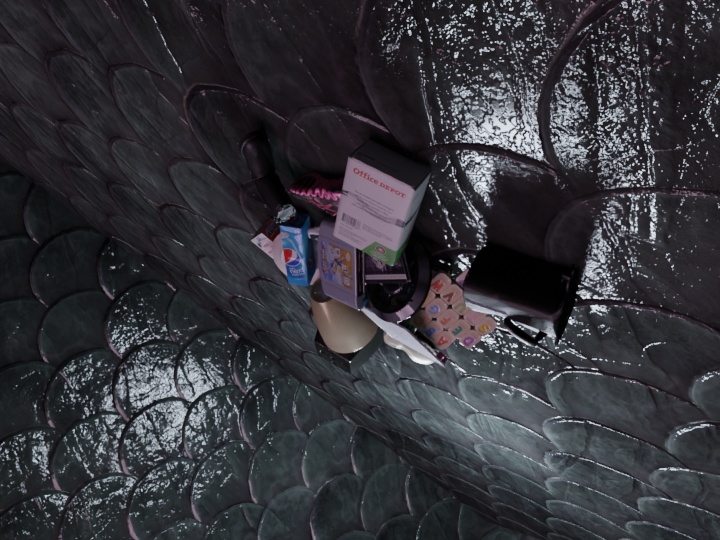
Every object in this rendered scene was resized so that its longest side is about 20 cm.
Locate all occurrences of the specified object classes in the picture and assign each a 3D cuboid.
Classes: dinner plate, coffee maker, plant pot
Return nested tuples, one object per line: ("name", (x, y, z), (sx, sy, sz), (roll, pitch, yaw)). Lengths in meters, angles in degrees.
("dinner plate", (-0.162, -0.030, 1.646), (0.197, 0.024, 0.202), (11, 132, 12))
("coffee maker", (0.311, 0.029, 1.133), (0.198, 0.135, 0.194), (20, 131, 27))
("plant pot", (-0.045, 0.211, 1.879), (0.198, 0.178, 0.200), (28, 156, 15))
("plant pot", (-0.064, 0.107, 1.679), (0.186, 0.188, 0.201), (18, 153, 34))

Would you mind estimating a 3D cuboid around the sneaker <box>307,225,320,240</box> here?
("sneaker", (-0.057, -0.063, 1.426), (0.199, 0.075, 0.115), (-4, 102, 51))

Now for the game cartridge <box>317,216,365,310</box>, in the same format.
("game cartridge", (-0.045, -0.018, 1.357), (0.132, 0.041, 0.202), (19, 121, 36))

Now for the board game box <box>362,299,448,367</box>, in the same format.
("board game box", (0.100, 0.148, 1.421), (0.199, 0.026, 0.200), (24, 164, 48))

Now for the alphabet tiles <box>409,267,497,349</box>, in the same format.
("alphabet tiles", (0.217, 0.092, 1.326), (0.200, 0.015, 0.195), (41, 112, -18))

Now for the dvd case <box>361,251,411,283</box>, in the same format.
("dvd case", (0.035, -0.070, 1.281), (0.148, 0.016, 0.203), (-2, 105, 50))

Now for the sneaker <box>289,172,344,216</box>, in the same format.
("sneaker", (-0.078, -0.160, 1.301), (0.198, 0.079, 0.096), (17, 142, 39))

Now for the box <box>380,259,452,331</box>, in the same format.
("box", (0.123, 0.041, 1.395), (0.198, 0.046, 0.161), (19, 123, 33))

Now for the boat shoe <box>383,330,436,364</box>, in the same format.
("boat shoe", (0.152, 0.222, 1.786), (0.199, 0.072, 0.060), (29, -159, -21))

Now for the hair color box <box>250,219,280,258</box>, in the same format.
("hair color box", (-0.218, -0.059, 1.724), (0.199, 0.064, 0.111), (40, 156, -17))

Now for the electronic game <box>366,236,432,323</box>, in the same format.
("electronic game", (0.084, 0.018, 1.316), (0.041, 0.203, 0.199), (14, 175, -42))

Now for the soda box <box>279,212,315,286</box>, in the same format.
("soda box", (-0.167, -0.056, 1.562), (0.063, 0.068, 0.202), (8, 132, 13))

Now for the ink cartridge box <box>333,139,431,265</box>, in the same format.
("ink cartridge box", (0.039, -0.131, 1.134), (0.145, 0.083, 0.201), (29, 137, 12))

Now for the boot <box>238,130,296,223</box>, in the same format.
("boot", (-0.208, -0.206, 1.324), (0.164, 0.073, 0.198), (62, 168, 12))
